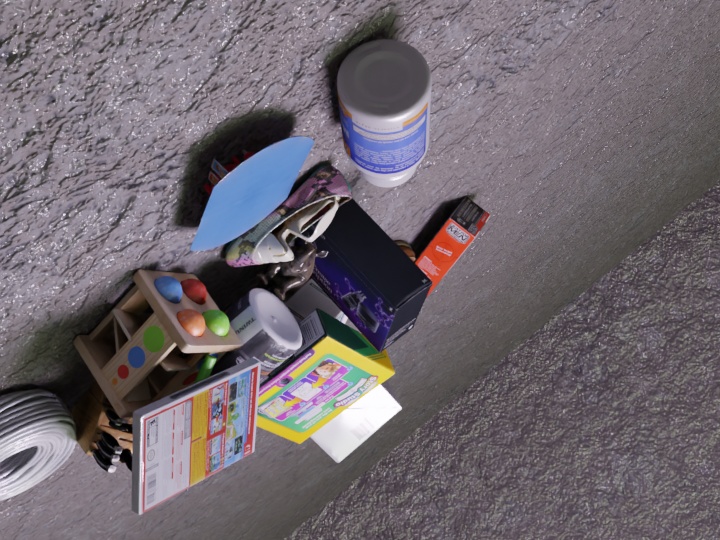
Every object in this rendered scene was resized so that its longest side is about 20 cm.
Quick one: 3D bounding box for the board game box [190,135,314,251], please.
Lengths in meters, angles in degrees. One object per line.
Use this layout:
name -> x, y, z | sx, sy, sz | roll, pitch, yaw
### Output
board game box -> -0.141, -0.105, 1.171 | 0.158, 0.039, 0.200 | -32, 166, -35

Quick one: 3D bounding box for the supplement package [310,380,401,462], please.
supplement package -> -0.048, 0.200, 1.717 | 0.152, 0.151, 0.200 | -41, -157, 4

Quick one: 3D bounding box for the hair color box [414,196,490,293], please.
hair color box -> 0.151, -0.033, 1.792 | 0.200, 0.061, 0.102 | -55, 177, 37

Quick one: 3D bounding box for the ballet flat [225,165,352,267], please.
ballet flat -> -0.094, -0.058, 1.307 | 0.200, 0.071, 0.069 | -40, 155, 3

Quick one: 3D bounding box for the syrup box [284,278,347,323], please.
syrup box -> -0.089, 0.088, 1.542 | 0.200, 0.081, 0.079 | -43, 164, -50

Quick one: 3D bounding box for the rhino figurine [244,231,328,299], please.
rhino figurine -> -0.101, -0.001, 1.385 | 0.087, 0.060, 0.200 | -43, -179, -27

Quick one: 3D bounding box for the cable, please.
cable -> -0.476, 0.240, 1.283 | 0.200, 0.069, 0.200 | -26, 157, -34

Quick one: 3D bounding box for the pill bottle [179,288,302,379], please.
pill bottle -> -0.185, 0.123, 1.348 | 0.200, 0.106, 0.106 | -39, 162, 18

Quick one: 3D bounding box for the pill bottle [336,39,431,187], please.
pill bottle -> 0.031, -0.183, 1.193 | 0.112, 0.112, 0.200 | -35, 161, -12

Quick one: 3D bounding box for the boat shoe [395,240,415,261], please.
boat shoe -> 0.050, -0.005, 1.699 | 0.072, 0.068, 0.200 | -50, 160, 22

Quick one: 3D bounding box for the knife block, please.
knife block -> -0.345, 0.229, 1.320 | 0.064, 0.176, 0.200 | 21, 132, -27

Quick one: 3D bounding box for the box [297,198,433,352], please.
box -> 0.000, 0.000, 1.407 | 0.079, 0.200, 0.141 | -34, 161, -28

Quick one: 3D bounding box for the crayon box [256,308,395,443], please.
crayon box -> -0.077, 0.161, 1.435 | 0.200, 0.058, 0.172 | -38, 140, 17

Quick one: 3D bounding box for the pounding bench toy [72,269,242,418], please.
pounding bench toy -> -0.235, 0.116, 1.245 | 0.156, 0.200, 0.124 | -44, 160, 17

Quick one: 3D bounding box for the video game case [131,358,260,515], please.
video game case -> -0.205, 0.206, 1.221 | 0.200, 0.017, 0.144 | -22, 126, -48
